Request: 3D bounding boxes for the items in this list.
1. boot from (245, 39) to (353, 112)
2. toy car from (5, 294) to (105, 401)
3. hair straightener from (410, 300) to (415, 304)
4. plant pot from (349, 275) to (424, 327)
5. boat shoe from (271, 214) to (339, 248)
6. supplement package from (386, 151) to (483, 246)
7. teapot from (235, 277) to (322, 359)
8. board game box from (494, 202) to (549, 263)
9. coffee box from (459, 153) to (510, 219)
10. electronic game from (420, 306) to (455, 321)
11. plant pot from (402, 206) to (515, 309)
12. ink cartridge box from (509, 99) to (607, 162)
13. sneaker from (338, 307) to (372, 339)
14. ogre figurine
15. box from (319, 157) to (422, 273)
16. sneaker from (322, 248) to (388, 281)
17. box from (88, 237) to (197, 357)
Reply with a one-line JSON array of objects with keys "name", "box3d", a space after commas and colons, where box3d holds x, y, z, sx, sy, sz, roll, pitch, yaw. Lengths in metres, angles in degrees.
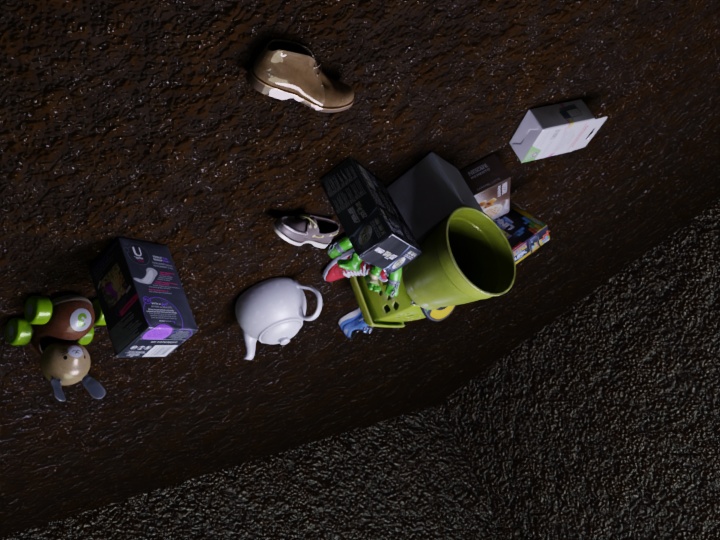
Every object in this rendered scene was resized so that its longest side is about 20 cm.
[{"name": "boot", "box3d": [-0.076, -0.302, 1.009, 0.199, 0.074, 0.076, 1, 135, -44]}, {"name": "toy car", "box3d": [-0.579, 0.165, 1.282, 0.158, 0.201, 0.164, -38, 155, 27]}, {"name": "hair straightener", "box3d": [0.179, 0.022, 1.682, 0.200, 0.077, 0.041, -43, -172, -37]}, {"name": "plant pot", "box3d": [0.095, 0.054, 1.787, 0.181, 0.200, 0.200, -32, 158, 28]}, {"name": "boat shoe", "box3d": [-0.116, -0.093, 1.403, 0.059, 0.072, 0.200, -42, 157, 20]}, {"name": "supplement package", "box3d": [0.152, -0.137, 1.487, 0.200, 0.152, 0.150, -37, 156, 22]}, {"name": "teapot", "box3d": [-0.214, 0.119, 1.649, 0.197, 0.146, 0.200, -16, 154, -25]}, {"name": "board game box", "box3d": [0.368, -0.100, 1.703, 0.165, 0.200, 0.057, -35, 132, -10]}, {"name": "coffee box", "box3d": [0.310, -0.194, 1.627, 0.114, 0.080, 0.200, -27, 157, 1]}, {"name": "electronic game", "box3d": [0.204, 0.029, 1.627, 0.041, 0.201, 0.200, 11, -176, 39]}, {"name": "plant pot", "box3d": [0.197, -0.005, 1.403, 0.200, 0.201, 0.193, -5, 161, -41]}, {"name": "ink cartridge box", "box3d": [0.465, -0.332, 1.518, 0.199, 0.068, 0.117, -15, 154, -23]}, {"name": "sneaker", "box3d": [0.028, 0.153, 2.050, 0.200, 0.089, 0.078, -36, 157, 21]}, {"name": "ogre figurine", "box3d": [0.024, -0.035, 1.568, 0.098, 0.200, 0.120, -6, 131, -55]}, {"name": "box", "box3d": [0.023, -0.110, 1.343, 0.086, 0.201, 0.164, -34, 157, 16]}, {"name": "sneaker", "box3d": [0.000, 0.000, 1.665, 0.200, 0.113, 0.071, -33, 156, 15]}, {"name": "box", "box3d": [-0.413, 0.053, 1.223, 0.106, 0.201, 0.122, -37, 155, 24]}]
